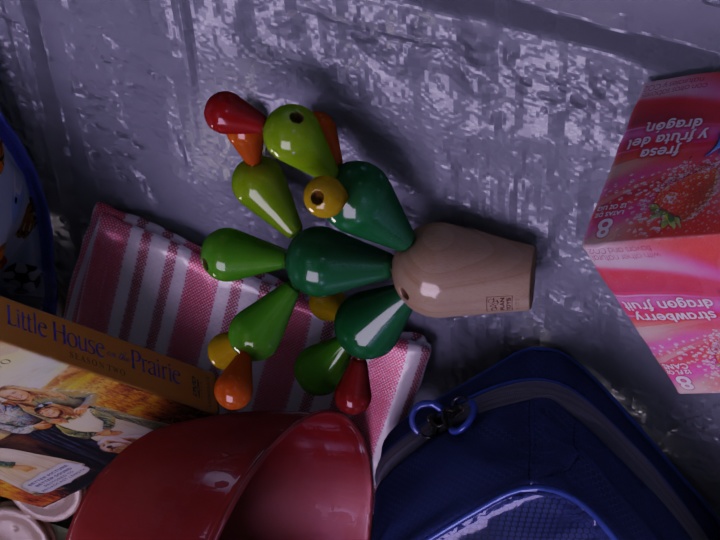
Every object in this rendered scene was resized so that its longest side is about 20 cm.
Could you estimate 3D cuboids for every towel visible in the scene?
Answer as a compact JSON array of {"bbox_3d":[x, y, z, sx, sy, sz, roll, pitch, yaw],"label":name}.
[{"bbox_3d":[-0.068,0.055,1.130,0.199,0.030,0.147,22,127,4],"label":"towel"}]

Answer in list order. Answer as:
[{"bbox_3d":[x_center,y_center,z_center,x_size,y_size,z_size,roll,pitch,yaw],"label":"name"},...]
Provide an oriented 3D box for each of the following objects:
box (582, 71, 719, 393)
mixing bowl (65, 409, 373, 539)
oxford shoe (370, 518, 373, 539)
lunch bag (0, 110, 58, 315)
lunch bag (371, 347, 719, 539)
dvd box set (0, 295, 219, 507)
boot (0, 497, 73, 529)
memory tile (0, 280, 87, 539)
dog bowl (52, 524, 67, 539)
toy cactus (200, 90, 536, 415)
[{"bbox_3d":[0.204,-0.019,0.817,0.199,0.095,0.103,-4,137,37],"label":"box"},{"bbox_3d":[-0.085,0.155,1.075,0.108,0.201,0.201,16,145,23],"label":"mixing bowl"},{"bbox_3d":[-0.058,0.140,1.244,0.199,0.072,0.073,10,161,33],"label":"oxford shoe"},{"bbox_3d":[-0.261,-0.026,1.096,0.169,0.124,0.200,15,158,15],"label":"lunch bag"},{"bbox_3d":[0.092,0.139,1.064,0.135,0.133,0.200,-31,115,24],"label":"lunch bag"},{"bbox_3d":[-0.192,0.067,1.075,0.146,0.030,0.200,-28,146,31],"label":"dvd box set"},{"bbox_3d":[-0.252,0.115,1.331,0.199,0.068,0.131,17,151,15],"label":"boot"},{"bbox_3d":[-0.176,0.105,1.221,0.153,0.017,0.201,30,118,3],"label":"memory tile"},{"bbox_3d":[-0.246,0.206,1.338,0.199,0.079,0.200,30,-175,-3],"label":"dog bowl"},{"bbox_3d":[0.000,0.000,0.991,0.164,0.103,0.201,4,129,10],"label":"toy cactus"}]
